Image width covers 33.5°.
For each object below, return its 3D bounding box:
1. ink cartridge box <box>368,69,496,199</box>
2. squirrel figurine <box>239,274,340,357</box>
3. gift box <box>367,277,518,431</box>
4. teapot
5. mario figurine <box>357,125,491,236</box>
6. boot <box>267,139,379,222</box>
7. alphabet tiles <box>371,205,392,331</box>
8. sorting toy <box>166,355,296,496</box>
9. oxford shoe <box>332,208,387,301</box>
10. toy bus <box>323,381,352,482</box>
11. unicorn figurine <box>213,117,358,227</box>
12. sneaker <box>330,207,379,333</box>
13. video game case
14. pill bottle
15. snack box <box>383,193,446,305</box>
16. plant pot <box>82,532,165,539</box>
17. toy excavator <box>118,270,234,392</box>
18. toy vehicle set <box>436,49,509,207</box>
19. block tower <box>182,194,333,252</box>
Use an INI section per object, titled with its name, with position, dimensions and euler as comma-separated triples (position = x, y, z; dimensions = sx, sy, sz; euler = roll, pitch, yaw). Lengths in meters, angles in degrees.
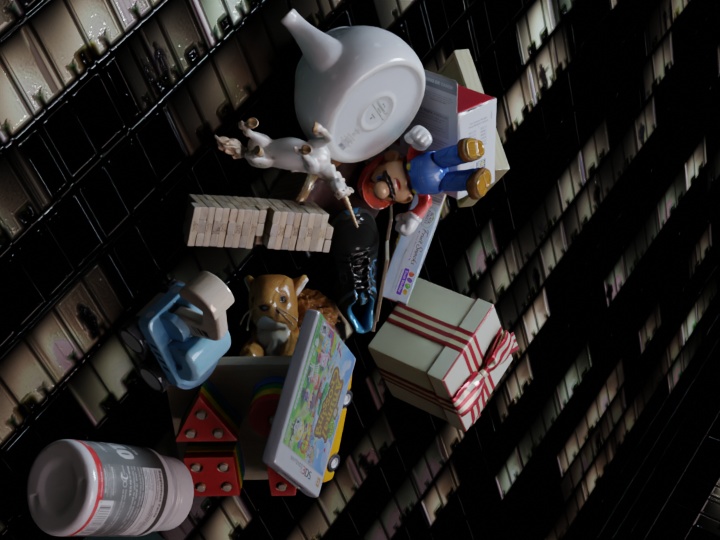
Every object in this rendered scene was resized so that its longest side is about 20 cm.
[ink cartridge box]
position = 0.098, -0.224, 1.724
dimensions = 0.083, 0.199, 0.177
euler = -25, 128, -35
[squirrel figurine]
position = -0.111, 0.089, 1.689
dimensions = 0.200, 0.140, 0.189
euler = -44, 128, -66
[gift box]
position = 0.153, 0.145, 2.015
dimensions = 0.185, 0.185, 0.200
euler = -56, 143, -18
[teapot]
position = -0.017, -0.253, 1.610
dimensions = 0.196, 0.146, 0.201
euler = -19, 143, -34
[mario figurine]
position = 0.074, -0.121, 1.641
dimensions = 0.106, 0.198, 0.125
euler = 23, 65, -48
[boot]
position = -0.042, -0.090, 1.693
dimensions = 0.166, 0.072, 0.201
euler = 45, 61, -37
[alphabet tiles]
position = 0.032, -0.012, 1.796
dimensions = 0.200, 0.007, 0.169
euler = -88, -173, -66
[sorting toy]
position = -0.158, 0.216, 1.601
dimensions = 0.070, 0.197, 0.201
euler = -83, 170, -57
[oxford shoe]
position = -0.001, -0.042, 1.822
dimensions = 0.084, 0.072, 0.202
euler = -11, 115, -81
[toy bus]
position = -0.067, 0.229, 1.857
dimensions = 0.078, 0.065, 0.202
euler = -7, 112, -52
[unicorn figurine]
position = -0.082, -0.144, 1.542
dimensions = 0.137, 0.198, 0.075
euler = 83, 31, -76
[sneaker]
position = 0.000, 0.000, 1.692
dimensions = 0.072, 0.082, 0.201
euler = -13, 134, -10
[video game case]
position = -0.062, 0.176, 1.549
dimensions = 0.182, 0.022, 0.202
euler = 57, 45, -62
[pill bottle]
position = -0.308, 0.275, 1.499
dimensions = 0.199, 0.113, 0.115
euler = 20, 91, -57
[snack box]
position = 0.084, -0.049, 1.880
dimensions = 0.142, 0.052, 0.202
euler = 10, 100, -88
[plant pot]
position = -0.288, 0.454, 1.578
dimensions = 0.200, 0.160, 0.203
euler = -30, 130, -44
[toy excavator]
position = -0.203, 0.071, 1.464
dimensions = 0.100, 0.199, 0.196
euler = -45, 130, -31
[toy vehicle set]
position = 0.155, -0.213, 1.803
dimensions = 0.026, 0.124, 0.202
euler = -8, 72, -26
[block tower]
position = -0.135, -0.061, 1.554
dimensions = 0.198, 0.058, 0.055
euler = 2, 110, -29
